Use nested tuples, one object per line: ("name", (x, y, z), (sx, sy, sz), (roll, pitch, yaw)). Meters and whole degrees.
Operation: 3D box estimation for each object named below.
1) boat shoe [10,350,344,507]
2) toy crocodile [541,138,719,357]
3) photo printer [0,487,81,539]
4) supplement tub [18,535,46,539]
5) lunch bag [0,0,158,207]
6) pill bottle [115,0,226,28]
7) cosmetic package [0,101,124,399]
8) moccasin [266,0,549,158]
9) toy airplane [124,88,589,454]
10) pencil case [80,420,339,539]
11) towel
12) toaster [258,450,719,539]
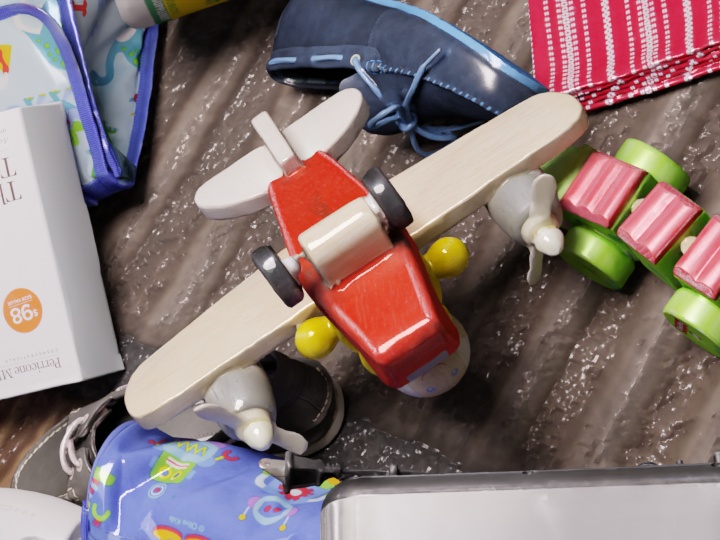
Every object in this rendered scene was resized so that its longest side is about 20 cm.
("boat shoe", (-0.106, 0.080, 1.402), (0.200, 0.057, 0.067), (-18, 56, 23))
("toy crocodile", (0.145, -0.017, 1.297), (0.200, 0.062, 0.068), (33, 83, 42))
("photo printer", (-0.207, 0.206, 1.380), (0.166, 0.069, 0.200), (-3, 63, 32))
("supplement tub", (-0.181, 0.227, 1.238), (0.200, 0.123, 0.123), (-42, 47, -14))
("lunch bag", (-0.210, -0.117, 1.555), (0.170, 0.127, 0.200), (-16, 68, 26))
("pill bottle", (-0.049, -0.213, 1.481), (0.200, 0.113, 0.113), (-19, 52, 0))
("cosmetic package", (-0.239, 0.003, 1.494), (0.200, 0.052, 0.151), (-13, 92, 26))
("moccasin", (0.023, -0.097, 1.427), (0.068, 0.080, 0.200), (-59, 35, -4))
("toy airplane", (0.000, 0.000, 1.308), (0.200, 0.141, 0.199), (-14, 31, 41))
("pencil case", (-0.041, 0.129, 1.296), (0.200, 0.087, 0.078), (12, 113, 28))
("towel", (0.175, -0.162, 1.394), (0.200, 0.022, 0.145), (-17, 54, 24))
("toaster", (0.068, 0.159, 1.126), (0.200, 0.181, 0.119), (-2, 62, 6))
